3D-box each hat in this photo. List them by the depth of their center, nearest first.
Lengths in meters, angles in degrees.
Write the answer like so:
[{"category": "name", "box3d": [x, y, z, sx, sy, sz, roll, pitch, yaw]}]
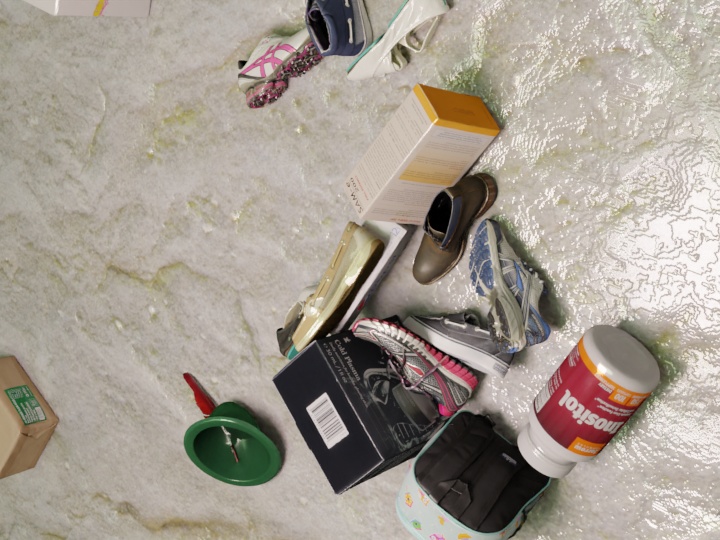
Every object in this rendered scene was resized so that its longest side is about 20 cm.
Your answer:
[{"category": "hat", "box3d": [-0.218, 0.255, 1.955, 0.200, 0.177, 0.166, 36, 126, -16]}]

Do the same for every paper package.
[{"category": "paper package", "box3d": [-0.764, 0.314, 2.361, 0.200, 0.103, 0.191, 49, 126, 21]}]

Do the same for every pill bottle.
[{"category": "pill bottle", "box3d": [0.294, 0.177, 1.455, 0.113, 0.113, 0.201, 45, 125, 23]}]

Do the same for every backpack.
[{"category": "backpack", "box3d": [0.143, 0.315, 1.538, 0.175, 0.200, 0.154, 38, 122, 13]}]

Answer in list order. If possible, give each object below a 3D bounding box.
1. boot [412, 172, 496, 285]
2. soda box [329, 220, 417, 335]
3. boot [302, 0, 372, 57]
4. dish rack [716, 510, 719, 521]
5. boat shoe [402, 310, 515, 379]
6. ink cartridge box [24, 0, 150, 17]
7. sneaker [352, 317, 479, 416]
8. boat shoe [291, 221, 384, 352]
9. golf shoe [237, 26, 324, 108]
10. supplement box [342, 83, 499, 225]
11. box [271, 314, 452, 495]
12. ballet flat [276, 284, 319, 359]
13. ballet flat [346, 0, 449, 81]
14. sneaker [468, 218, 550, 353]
[{"category": "boot", "box3d": [0.108, -0.054, 1.569, 0.075, 0.097, 0.201, 44, 123, 24]}, {"category": "soda box", "box3d": [0.000, 0.000, 1.648, 0.063, 0.068, 0.201, 36, 106, 10]}, {"category": "boot", "box3d": [-0.048, -0.412, 1.626, 0.073, 0.090, 0.201, -24, 84, 40]}, {"category": "dish rack", "box3d": [0.528, 0.302, 1.327, 0.154, 0.054, 0.200, 49, 126, 22]}, {"category": "boat shoe", "box3d": [0.145, 0.092, 1.594, 0.199, 0.072, 0.068, 21, 79, 49]}, {"category": "ink cartridge box", "box3d": [-0.472, -0.521, 1.880, 0.147, 0.199, 0.146, 28, 116, 32]}, {"category": "sneaker", "box3d": [0.073, 0.134, 1.594, 0.199, 0.081, 0.075, 33, 85, 0]}, {"category": "boat shoe", "box3d": [-0.044, 0.026, 1.593, 0.063, 0.073, 0.201, 37, 103, 15]}, {"category": "golf shoe", "box3d": [-0.128, -0.336, 1.720, 0.200, 0.072, 0.093, -31, 78, 39]}, {"category": "supplement box", "box3d": [0.082, -0.158, 1.543, 0.200, 0.125, 0.074, -50, 52, 34]}, {"category": "box", "box3d": [0.010, 0.195, 1.637, 0.124, 0.196, 0.201, -41, 73, 36]}, {"category": "ballet flat", "box3d": [-0.080, 0.067, 1.772, 0.200, 0.068, 0.069, -45, 63, 36]}, {"category": "ballet flat", "box3d": [0.055, -0.326, 1.584, 0.200, 0.069, 0.070, -45, 71, 35]}, {"category": "sneaker", "box3d": [0.209, 0.020, 1.525, 0.077, 0.085, 0.201, 122, 141, -58]}]
